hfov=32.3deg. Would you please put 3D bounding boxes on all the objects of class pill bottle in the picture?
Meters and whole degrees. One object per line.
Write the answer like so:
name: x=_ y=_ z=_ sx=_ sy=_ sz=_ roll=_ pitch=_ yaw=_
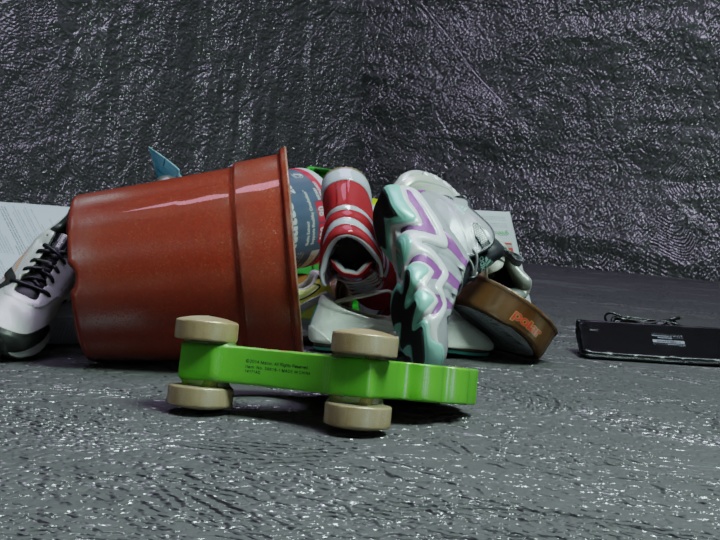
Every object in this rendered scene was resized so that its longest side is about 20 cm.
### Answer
pill bottle: x=-0.133 y=-0.050 z=1.438 sx=0.119 sy=0.121 sz=0.199 roll=6 pitch=14 yaw=44

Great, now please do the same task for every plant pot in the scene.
plant pot: x=-0.154 y=-0.002 z=1.112 sx=0.193 sy=0.203 sz=0.201 roll=-5 pitch=4 yaw=-4

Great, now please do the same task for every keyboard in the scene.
keyboard: x=0.340 y=0.088 z=1.388 sx=0.198 sy=0.040 sz=0.104 roll=4 pitch=27 yaw=4

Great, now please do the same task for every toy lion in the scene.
toy lion: x=-0.018 y=0.078 z=0.931 sx=0.198 sy=0.069 sz=0.191 roll=4 pitch=-4 yaw=21

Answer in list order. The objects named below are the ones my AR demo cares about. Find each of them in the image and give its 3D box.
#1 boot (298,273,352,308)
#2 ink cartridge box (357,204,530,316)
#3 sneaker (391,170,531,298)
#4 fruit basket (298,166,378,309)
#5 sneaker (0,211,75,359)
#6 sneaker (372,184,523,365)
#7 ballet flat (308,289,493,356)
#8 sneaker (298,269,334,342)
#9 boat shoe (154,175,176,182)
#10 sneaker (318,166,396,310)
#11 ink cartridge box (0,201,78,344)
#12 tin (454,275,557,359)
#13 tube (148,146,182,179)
boot: x=-0.086 y=0.030 z=1.469 sx=0.154 sy=0.078 sz=0.200 roll=2 pitch=5 yaw=0
ink cartridge box: x=0.098 y=0.019 z=1.511 sx=0.198 sy=0.177 sz=0.084 roll=2 pitch=-27 yaw=-25
sneaker: x=0.109 y=-0.034 z=1.311 sx=0.200 sy=0.075 sz=0.081 roll=39 pitch=-2 yaw=-29
fruit basket: x=-0.022 y=-0.042 z=1.692 sx=0.213 sy=0.218 sz=0.155 roll=4 pitch=3 yaw=16
sneaker: x=-0.298 y=0.007 z=1.146 sx=0.073 sy=0.080 sz=0.200 roll=26 pitch=29 yaw=-5
sneaker: x=0.097 y=0.003 z=1.211 sx=0.139 sy=0.202 sz=0.078 roll=1 pitch=-29 yaw=-19
ballet flat: x=0.045 y=0.053 z=1.292 sx=0.198 sy=0.070 sz=0.069 roll=3 pitch=3 yaw=-9
sneaker: x=-0.124 y=0.036 z=1.334 sx=0.198 sy=0.077 sz=0.075 roll=0 pitch=6 yaw=-15
boat shoe: x=-0.181 y=-0.031 z=1.283 sx=0.066 sy=0.057 sz=0.200 roll=-19 pitch=-23 yaw=-11
sneaker: x=0.000 y=0.000 z=1.314 sx=0.071 sy=0.201 sz=0.113 roll=-11 pitch=45 yaw=9
ink cartridge box: x=-0.344 y=0.000 z=1.247 sx=0.199 sy=0.044 sz=0.197 roll=2 pitch=36 yaw=-38
tin: x=0.130 y=0.045 z=1.328 sx=0.112 sy=0.042 sz=0.200 roll=42 pitch=-12 yaw=-20
tube: x=-0.205 y=-0.056 z=1.504 sx=0.050 sy=0.201 sz=0.077 roll=-38 pitch=43 yaw=-22
